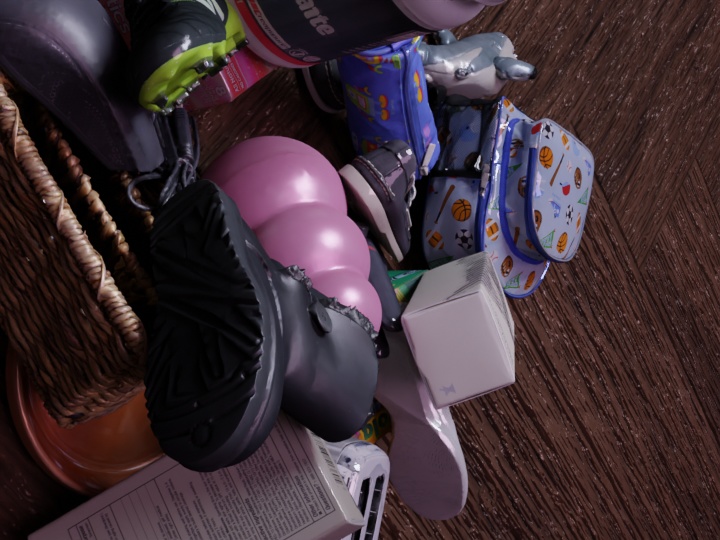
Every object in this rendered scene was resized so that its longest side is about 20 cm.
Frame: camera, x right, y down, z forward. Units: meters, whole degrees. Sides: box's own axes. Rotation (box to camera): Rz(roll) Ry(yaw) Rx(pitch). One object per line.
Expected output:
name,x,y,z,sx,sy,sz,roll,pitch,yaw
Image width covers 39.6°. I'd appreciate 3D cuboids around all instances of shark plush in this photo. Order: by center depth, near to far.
shark plush,0.085,-0.218,1.036,0.200,0.091,0.083,-5,72,-27

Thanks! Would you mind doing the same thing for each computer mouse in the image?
computer mouse,-0.156,-0.119,0.610,0.200,0.053,0.139,47,19,-37

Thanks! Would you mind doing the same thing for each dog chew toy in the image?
dog chew toy,-0.050,-0.010,0.767,0.124,0.125,0.200,8,41,-46

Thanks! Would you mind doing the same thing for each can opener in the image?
can opener,0.000,0.000,0.842,0.078,0.200,0.063,7,115,-17

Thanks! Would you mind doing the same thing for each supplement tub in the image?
supplement tub,0.007,-0.225,0.687,0.140,0.200,0.141,9,78,-51

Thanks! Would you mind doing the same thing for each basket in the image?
basket,-0.157,-0.025,0.638,0.143,0.149,0.200,-28,85,-42

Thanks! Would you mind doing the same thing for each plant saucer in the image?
plant saucer,-0.172,0.071,0.748,0.200,0.032,0.201,1,89,-47

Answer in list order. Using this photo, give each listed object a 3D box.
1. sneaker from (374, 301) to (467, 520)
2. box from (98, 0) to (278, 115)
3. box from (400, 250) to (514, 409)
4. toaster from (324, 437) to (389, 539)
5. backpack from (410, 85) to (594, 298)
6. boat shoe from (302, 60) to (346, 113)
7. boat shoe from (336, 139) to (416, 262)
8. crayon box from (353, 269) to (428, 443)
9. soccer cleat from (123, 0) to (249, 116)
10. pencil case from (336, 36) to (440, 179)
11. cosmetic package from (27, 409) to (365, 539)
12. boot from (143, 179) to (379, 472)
sneaker,0.059,0.123,0.887,0.088,0.075,0.200,-47,125,-56
box,-0.141,-0.228,0.744,0.103,0.095,0.200,-46,121,-39
box,0.086,0.043,0.837,0.200,0.068,0.082,-54,124,-77
toaster,-0.057,0.190,0.767,0.114,0.129,0.200,26,75,-71
backpack,0.144,-0.067,1.014,0.200,0.154,0.191,18,86,-48
boat shoe,-0.011,-0.245,0.908,0.074,0.060,0.200,9,84,-52
boat shoe,0.030,-0.060,0.877,0.063,0.073,0.200,-40,166,-2
crayon box,-0.003,0.088,0.908,0.200,0.058,0.119,-29,110,-44
soccer cleat,-0.117,-0.148,0.603,0.081,0.067,0.200,50,12,-15
pencil case,0.026,-0.153,0.871,0.078,0.087,0.200,-39,151,-15
cosmetic package,-0.109,0.177,0.679,0.105,0.200,0.071,61,2,19
boot,-0.044,0.057,0.579,0.168,0.076,0.200,44,19,-39
